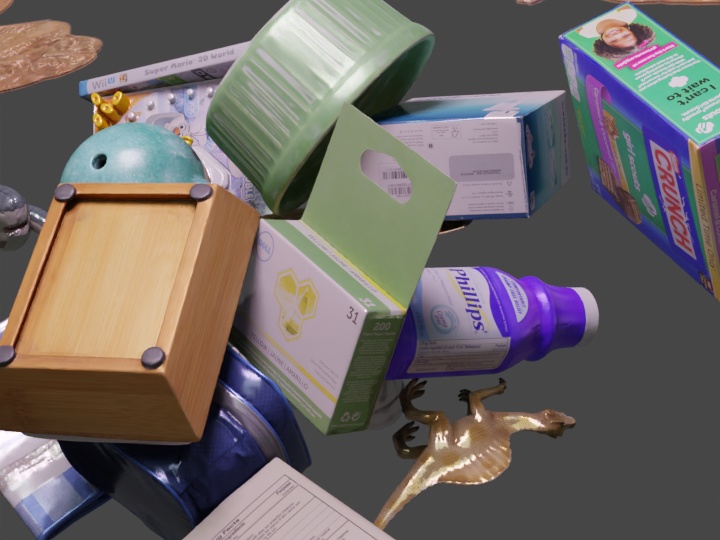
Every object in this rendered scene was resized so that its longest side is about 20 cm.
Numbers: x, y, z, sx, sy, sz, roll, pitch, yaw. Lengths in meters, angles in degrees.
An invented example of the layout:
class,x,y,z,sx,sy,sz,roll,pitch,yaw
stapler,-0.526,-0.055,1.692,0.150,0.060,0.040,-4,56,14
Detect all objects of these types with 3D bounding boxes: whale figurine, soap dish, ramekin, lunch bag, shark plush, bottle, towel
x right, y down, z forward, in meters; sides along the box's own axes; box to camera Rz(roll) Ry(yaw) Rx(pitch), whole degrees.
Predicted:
class,x,y,z,sx,sy,sz,roll,pitch,yaw
whale figurine,-0.185,-0.035,1.315,0.158,0.104,0.201,-22,54,11
soap dish,-0.169,0.024,1.138,0.156,0.082,0.201,1,53,14
ramekin,-0.038,-0.152,1.337,0.098,0.200,0.200,42,61,5
lunch bag,-0.139,0.110,1.204,0.199,0.136,0.132,32,63,29
shark plush,-0.357,-0.080,1.555,0.090,0.084,0.200,-25,41,-9
bottle,0.089,0.039,1.223,0.198,0.065,0.084,-1,52,-27
towel,-0.253,0.112,1.309,0.146,0.024,0.200,-33,58,-18

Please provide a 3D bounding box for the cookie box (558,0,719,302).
class,x,y,z,sx,sy,sz,roll,pitch,yaw
cookie box,0.254,-0.096,1.292,0.075,0.172,0.200,-29,41,-10

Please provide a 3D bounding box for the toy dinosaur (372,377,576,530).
class,x,y,z,sx,sy,sz,roll,pitch,yaw
toy dinosaur,0.062,0.132,1.187,0.199,0.058,0.101,-30,43,-14

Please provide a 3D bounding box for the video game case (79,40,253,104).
class,x,y,z,sx,sy,sz,roll,pitch,yaw
video game case,-0.148,-0.174,1.533,0.198,0.143,0.018,-10,76,24

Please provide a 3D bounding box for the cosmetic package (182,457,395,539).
class,x,y,z,sx,sy,sz,roll,pitch,yaw
cosmetic package,-0.018,0.227,1.084,0.103,0.088,0.199,-39,46,-22

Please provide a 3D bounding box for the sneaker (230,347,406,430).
class,x,y,z,sx,sy,sz,roll,pitch,yaw
sneaker,-0.061,0.071,1.276,0.198,0.089,0.076,1,44,21

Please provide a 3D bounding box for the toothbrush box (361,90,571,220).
class,x,y,z,sx,sy,sz,roll,pitch,yaw
toothbrush box,0.090,-0.099,1.353,0.145,0.086,0.200,-2,12,17

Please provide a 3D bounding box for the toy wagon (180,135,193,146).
class,x,y,z,sx,sy,sz,roll,pitch,yaw
toy wagon,-0.172,-0.020,1.394,0.154,0.040,0.202,1,70,20

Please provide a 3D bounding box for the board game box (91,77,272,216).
class,x,y,z,sx,sy,sz,roll,pitch,yaw
board game box,-0.155,-0.080,1.447,0.198,0.026,0.202,-7,72,15

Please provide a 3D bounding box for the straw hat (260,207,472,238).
class,x,y,z,sx,sy,sz,roll,pitch,yaw
straw hat,0.000,0.000,1.329,0.199,0.086,0.201,-3,11,1

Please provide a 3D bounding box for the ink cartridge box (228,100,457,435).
class,x,y,z,sx,sy,sz,roll,pitch,yaw
ink cartridge box,-0.019,-0.004,1.158,0.048,0.201,0.145,-1,29,-40

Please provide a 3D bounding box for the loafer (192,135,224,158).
class,x,y,z,sx,sy,sz,roll,pitch,yaw
loafer,-0.121,-0.106,1.494,0.199,0.076,0.067,-32,30,-3
